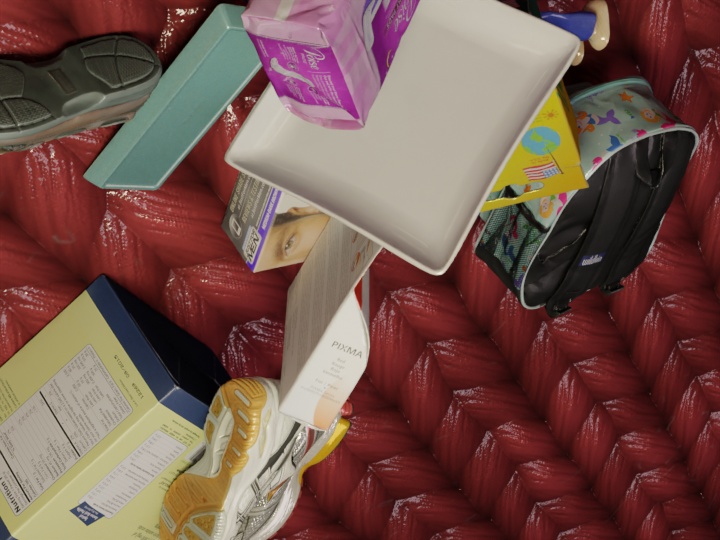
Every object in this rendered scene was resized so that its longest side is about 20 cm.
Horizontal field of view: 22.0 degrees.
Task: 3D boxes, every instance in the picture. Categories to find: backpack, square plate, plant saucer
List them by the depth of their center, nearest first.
[{"bbox_3d":[0.030,-0.118,1.334,0.199,0.199,0.028,-58,155,-8],"label":"square plate"},{"bbox_3d":[-0.128,-0.122,1.365,0.069,0.019,0.200,0,146,-44],"label":"plant saucer"},{"bbox_3d":[0.202,-0.083,1.658,0.176,0.151,0.201,-17,150,-34],"label":"backpack"}]

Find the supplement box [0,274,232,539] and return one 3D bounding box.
[{"bbox_3d":[-0.209,0.147,1.551,0.199,0.135,0.200,-41,147,4],"label":"supplement box"}]

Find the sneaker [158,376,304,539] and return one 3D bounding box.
[{"bbox_3d":[-0.095,0.172,1.501,0.087,0.076,0.201,-3,133,-43],"label":"sneaker"}]

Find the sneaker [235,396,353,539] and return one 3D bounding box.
[{"bbox_3d":[-0.094,0.183,1.782,0.082,0.078,0.201,18,109,-49],"label":"sneaker"}]

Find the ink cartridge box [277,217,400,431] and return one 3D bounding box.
[{"bbox_3d":[0.000,0.000,1.440,0.050,0.163,0.201,24,123,-16],"label":"ink cartridge box"}]

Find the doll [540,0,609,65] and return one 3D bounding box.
[{"bbox_3d":[0.094,-0.192,1.476,0.198,0.049,0.136,0,166,-27],"label":"doll"}]

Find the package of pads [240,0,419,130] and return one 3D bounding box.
[{"bbox_3d":[-0.004,-0.211,1.282,0.202,0.075,0.121,-67,154,-24],"label":"package of pads"}]

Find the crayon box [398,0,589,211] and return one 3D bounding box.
[{"bbox_3d":[0.096,-0.131,1.446,0.126,0.051,0.201,-12,138,13],"label":"crayon box"}]

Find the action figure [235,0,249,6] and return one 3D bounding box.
[{"bbox_3d":[-0.074,-0.224,1.300,0.065,0.052,0.200,-28,150,-2],"label":"action figure"}]

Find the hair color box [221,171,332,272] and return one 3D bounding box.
[{"bbox_3d":[-0.008,-0.072,1.545,0.198,0.065,0.110,-11,140,-34],"label":"hair color box"}]

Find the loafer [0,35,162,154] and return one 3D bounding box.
[{"bbox_3d":[-0.228,-0.108,1.277,0.198,0.072,0.063,-17,149,-34],"label":"loafer"}]
